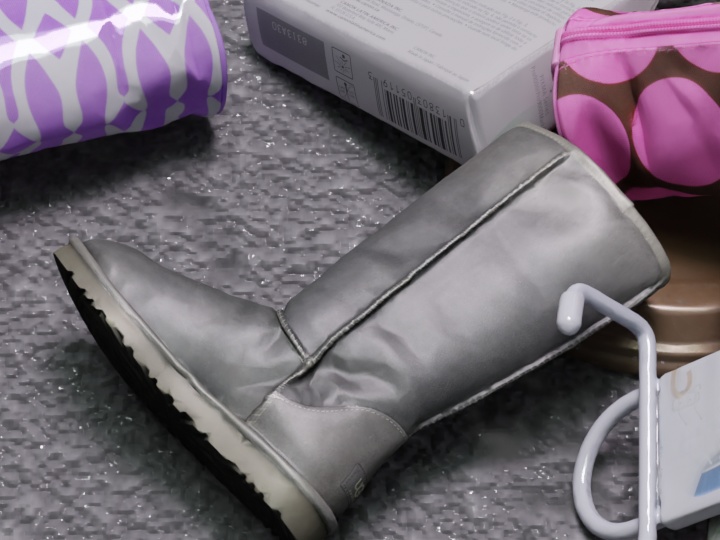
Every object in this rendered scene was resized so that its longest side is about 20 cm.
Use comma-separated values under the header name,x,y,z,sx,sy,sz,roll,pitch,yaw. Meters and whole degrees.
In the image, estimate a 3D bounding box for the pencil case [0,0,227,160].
name,x,y,z,sx,sy,sz,roll,pitch,yaw
pencil case,-0.158,-0.082,1.084,0.199,0.086,0.084,-14,60,-13

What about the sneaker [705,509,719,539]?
name,x,y,z,sx,sy,sz,roll,pitch,yaw
sneaker,0.195,0.046,0.968,0.077,0.085,0.201,27,51,-23

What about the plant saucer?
name,x,y,z,sx,sy,sz,roll,pitch,yaw
plant saucer,0.136,-0.037,1.090,0.199,0.030,0.201,1,50,-1

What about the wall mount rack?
name,x,y,z,sx,sy,sz,roll,pitch,yaw
wall mount rack,0.130,0.066,0.899,0.074,0.200,0.175,28,51,-33

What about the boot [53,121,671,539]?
name,x,y,z,sx,sy,sz,roll,pitch,yaw
boot,-0.001,0.000,1.005,0.200,0.073,0.182,-42,74,-13

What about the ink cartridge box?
name,x,y,z,sx,sy,sz,roll,pitch,yaw
ink cartridge box,0.070,-0.136,1.141,0.200,0.050,0.161,-32,43,-28

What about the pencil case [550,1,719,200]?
name,x,y,z,sx,sy,sz,roll,pitch,yaw
pencil case,0.166,-0.078,0.992,0.199,0.094,0.091,-5,63,41
